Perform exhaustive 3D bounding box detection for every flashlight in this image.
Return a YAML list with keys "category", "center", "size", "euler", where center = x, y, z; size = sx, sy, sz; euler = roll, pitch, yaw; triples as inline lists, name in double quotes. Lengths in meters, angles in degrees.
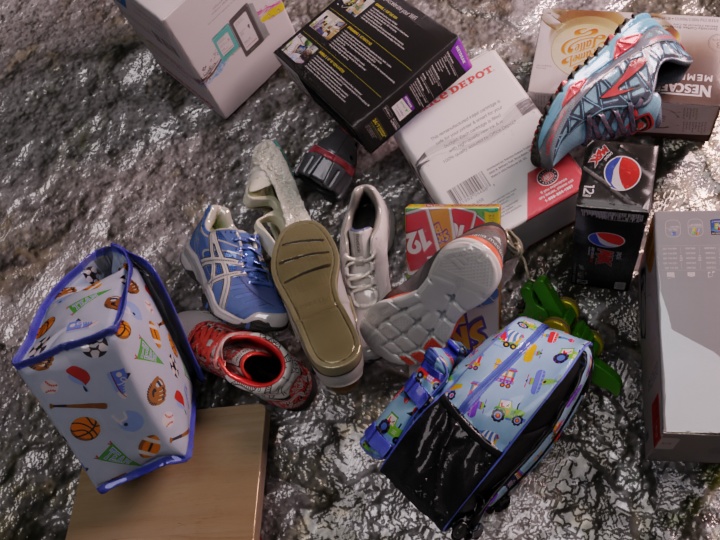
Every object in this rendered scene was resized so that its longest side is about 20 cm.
- category: "flashlight"
  center: [-0.002, -0.180, 0.978]
  size: [0.068, 0.068, 0.201]
  euler: [23, 79, 38]

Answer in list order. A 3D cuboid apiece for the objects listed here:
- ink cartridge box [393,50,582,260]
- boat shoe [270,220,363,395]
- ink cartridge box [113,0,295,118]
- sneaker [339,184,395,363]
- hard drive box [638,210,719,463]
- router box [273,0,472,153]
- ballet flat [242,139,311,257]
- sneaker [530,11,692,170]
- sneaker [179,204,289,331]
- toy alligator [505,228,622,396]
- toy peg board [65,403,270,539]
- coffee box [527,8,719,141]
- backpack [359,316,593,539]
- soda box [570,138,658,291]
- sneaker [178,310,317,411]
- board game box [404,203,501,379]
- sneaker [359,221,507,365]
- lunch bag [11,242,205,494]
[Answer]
- category: "ink cartridge box"
  center: [0.138, -0.121, 0.917]
  size: [0.144, 0.084, 0.201]
  euler: [-29, 67, 2]
- category: "boat shoe"
  center: [-0.045, 0.037, 0.849]
  size: [0.074, 0.069, 0.201]
  euler: [-13, 50, -4]
- category: "ink cartridge box"
  center: [-0.193, -0.320, 1.007]
  size: [0.147, 0.200, 0.146]
  euler: [40, 81, 23]
- category: "sneaker"
  center: [0.000, 0.000, 0.902]
  size: [0.074, 0.087, 0.201]
  euler: [-5, 70, 8]
- category: "hard drive box"
  center: [0.306, 0.066, 0.768]
  size: [0.076, 0.156, 0.201]
  euler: [-1, 69, 13]
- category: "router box"
  center: [0.008, -0.239, 0.937]
  size: [0.149, 0.051, 0.200]
  euler: [-40, 49, 0]
- category: "ballet flat"
  center: [-0.097, -0.070, 0.953]
  size: [0.071, 0.072, 0.201]
  euler: [-27, 65, 2]
- category: "sneaker"
  center: [0.253, -0.168, 0.825]
  size: [0.095, 0.079, 0.200]
  euler: [41, 83, 17]
- category: "sneaker"
  center: [-0.138, -0.002, 0.904]
  size: [0.200, 0.075, 0.077]
  euler: [41, 117, 41]
- category: "toy alligator"
  center: [0.187, 0.051, 0.836]
  size: [0.054, 0.059, 0.200]
  euler: [-36, 92, 35]
- category: "toy peg board"
  center: [-0.186, 0.258, 0.857]
  size: [0.199, 0.098, 0.200]
  euler: [-7, 53, 10]
- category: "coffee box"
  center: [0.294, -0.217, 0.919]
  size: [0.199, 0.080, 0.115]
  euler: [9, 72, 16]
- category: "backpack"
  center: [0.118, 0.122, 0.757]
  size: [0.134, 0.182, 0.200]
  euler: [39, 98, 19]
- category: "soda box"
  center: [0.241, -0.048, 0.801]
  size: [0.063, 0.200, 0.071]
  euler: [9, 72, 15]
- category: "sneaker"
  center: [-0.144, 0.082, 0.892]
  size: [0.201, 0.108, 0.067]
  euler: [25, 77, 21]
- category: "board game box"
  center: [0.095, 0.033, 0.847]
  size: [0.095, 0.030, 0.201]
  euler: [1, 104, 15]
- category: "sneaker"
  center: [0.078, 0.023, 0.802]
  size: [0.077, 0.200, 0.082]
  euler: [46, 43, -4]
- category: "lunch bag"
  center: [-0.237, 0.084, 0.833]
  size: [0.123, 0.171, 0.200]
  euler: [-19, 27, 1]
